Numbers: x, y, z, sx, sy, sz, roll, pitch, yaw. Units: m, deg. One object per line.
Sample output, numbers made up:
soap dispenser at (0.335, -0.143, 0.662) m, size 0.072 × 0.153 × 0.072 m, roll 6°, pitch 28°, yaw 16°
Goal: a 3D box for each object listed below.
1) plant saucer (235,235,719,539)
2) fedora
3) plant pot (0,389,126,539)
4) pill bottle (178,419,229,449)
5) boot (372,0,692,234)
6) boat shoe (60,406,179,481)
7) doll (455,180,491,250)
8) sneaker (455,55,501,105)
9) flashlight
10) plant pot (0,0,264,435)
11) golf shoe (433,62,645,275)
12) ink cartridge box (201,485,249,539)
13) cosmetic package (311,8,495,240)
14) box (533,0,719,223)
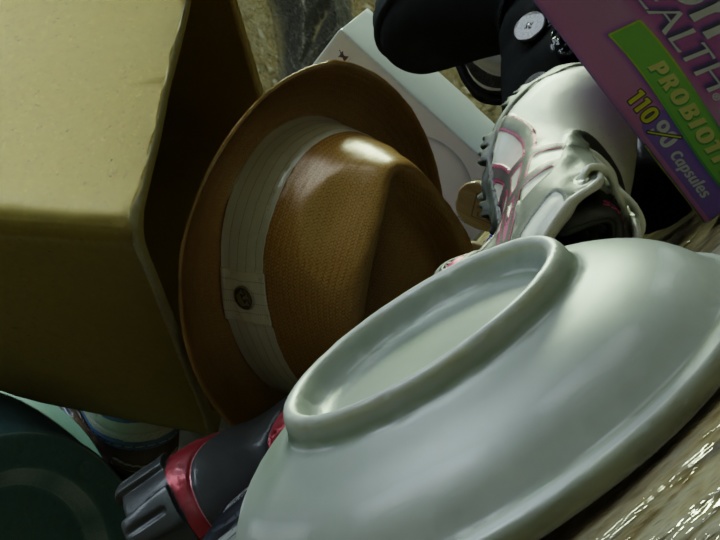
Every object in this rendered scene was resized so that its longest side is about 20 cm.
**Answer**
plant saucer at (0.031, 0.038, 0.720) m, size 0.199 × 0.050 × 0.200 m, roll -31°, pitch 11°, yaw 7°
fedora at (0.000, 0.000, 1.104) m, size 0.081 × 0.202 × 0.200 m, roll 12°, pitch 42°, yaw 43°
plant pot at (-0.210, 0.146, 1.193) m, size 0.200 × 0.201 × 0.188 m, roll -40°, pitch 17°, yaw -24°
pill bottle at (-0.037, 0.032, 1.282) m, size 0.200 × 0.112 × 0.112 m, roll -47°, pitch -3°, yaw 41°
boot at (0.079, -0.083, 1.108) m, size 0.164 × 0.065 × 0.201 m, roll -35°, pitch 49°, yaw 35°
boat shoe at (-0.152, 0.066, 1.308) m, size 0.072 × 0.073 × 0.200 m, roll -5°, pitch 27°, yaw -14°
doll at (0.107, -0.070, 1.329) m, size 0.200 × 0.048 × 0.137 m, roll -55°, pitch -25°, yaw -54°
sneaker at (0.106, -0.193, 1.317) m, size 0.201 × 0.073 × 0.112 m, roll -61°, pitch 0°, yaw -13°
flashlight at (-0.018, 0.074, 1.029) m, size 0.199 × 0.068 × 0.068 m, roll -34°, pitch -27°, yaw 11°
plant pot at (-0.169, -0.048, 1.146) m, size 0.195 × 0.198 × 0.197 m, roll 75°, pitch -160°, yaw -56°
golf shoe at (0.089, -0.020, 0.931) m, size 0.088 × 0.077 × 0.201 m, roll -27°, pitch 27°, yaw 44°
ink cartridge box at (-0.021, 0.098, 0.906) m, size 0.099 × 0.039 × 0.200 m, roll -39°, pitch 2°, yaw 12°
cosmetic package at (-0.002, -0.045, 1.444) m, size 0.200 × 0.151 × 0.052 m, roll -50°, pitch -5°, yaw 34°
box at (0.159, -0.144, 1.009) m, size 0.096 × 0.176 × 0.200 m, roll -37°, pitch 4°, yaw 27°
